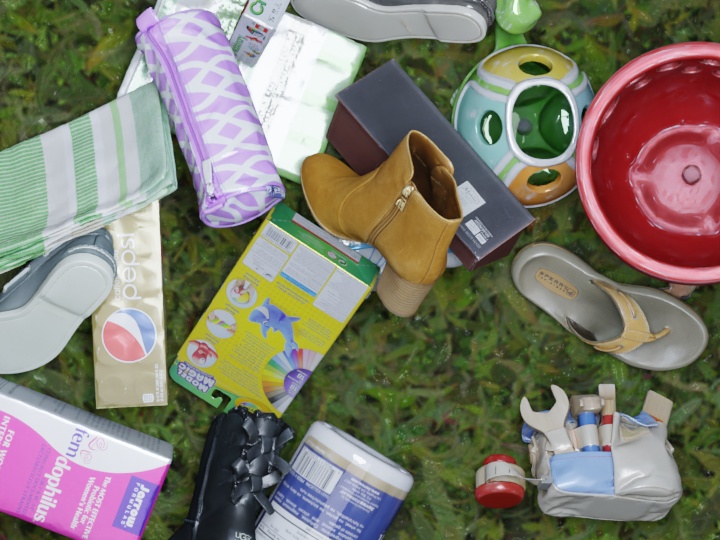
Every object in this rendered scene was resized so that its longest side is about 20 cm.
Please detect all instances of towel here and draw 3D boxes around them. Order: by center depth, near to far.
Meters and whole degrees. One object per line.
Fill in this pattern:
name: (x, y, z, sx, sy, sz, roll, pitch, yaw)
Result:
towel: (-0.261, -0.084, 1.503, 0.199, 0.153, 0.023, -24, 136, 9)
towel: (-0.111, -0.182, 1.575, 0.199, 0.031, 0.150, 23, 92, -7)

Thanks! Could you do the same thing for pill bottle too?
pill bottle: (-0.045, 0.250, 1.547, 0.111, 0.111, 0.201, 31, 89, -5)

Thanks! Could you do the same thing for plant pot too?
plant pot: (0.285, -0.085, 1.454, 0.199, 0.182, 0.202, 0, 87, 7)

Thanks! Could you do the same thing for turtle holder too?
turtle holder: (0.161, -0.151, 1.544, 0.140, 0.132, 0.186, 20, 90, -5)

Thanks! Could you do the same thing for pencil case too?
pencil case: (-0.135, -0.133, 1.482, 0.084, 0.085, 0.201, -35, 68, 36)

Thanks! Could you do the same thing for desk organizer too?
desk organizer: (0.059, -0.086, 1.528, 0.072, 0.077, 0.200, -34, 76, -24)

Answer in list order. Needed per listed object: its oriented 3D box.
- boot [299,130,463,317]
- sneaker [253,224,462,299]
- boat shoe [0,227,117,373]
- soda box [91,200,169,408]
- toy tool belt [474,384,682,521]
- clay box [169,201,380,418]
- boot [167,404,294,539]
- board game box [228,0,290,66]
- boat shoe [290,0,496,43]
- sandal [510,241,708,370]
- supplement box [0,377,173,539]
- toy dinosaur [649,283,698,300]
boot: (0.023, -0.073, 1.463, 0.071, 0.144, 0.202, -12, 53, -31)
sneaker: (0.000, 0.000, 1.571, 0.199, 0.075, 0.087, 0, 98, 3)
boat shoe: (-0.287, 0.028, 1.519, 0.073, 0.062, 0.200, 33, 129, -27)
soda box: (-0.214, 0.024, 1.549, 0.067, 0.064, 0.201, -3, 91, -5)
toy tool belt: (0.202, 0.165, 1.577, 0.199, 0.125, 0.123, 5, 60, -8)
clay box: (-0.082, 0.048, 1.540, 0.115, 0.048, 0.200, 33, 119, -5)
boot: (-0.139, 0.218, 1.540, 0.073, 0.198, 0.163, 25, 60, -28)
board game box: (-0.059, -0.290, 1.505, 0.034, 0.126, 0.201, 26, 78, -7)
boat shoe: (0.033, -0.249, 1.546, 0.199, 0.067, 0.057, 10, 61, 25)
sandal: (0.231, 0.041, 1.583, 0.199, 0.054, 0.081, 28, 112, -4)
supplement box: (-0.279, 0.175, 1.529, 0.199, 0.103, 0.102, 21, 89, -7)
toy dinosaur: (0.288, -0.077, 1.585, 0.135, 0.086, 0.200, -37, 89, 4)
